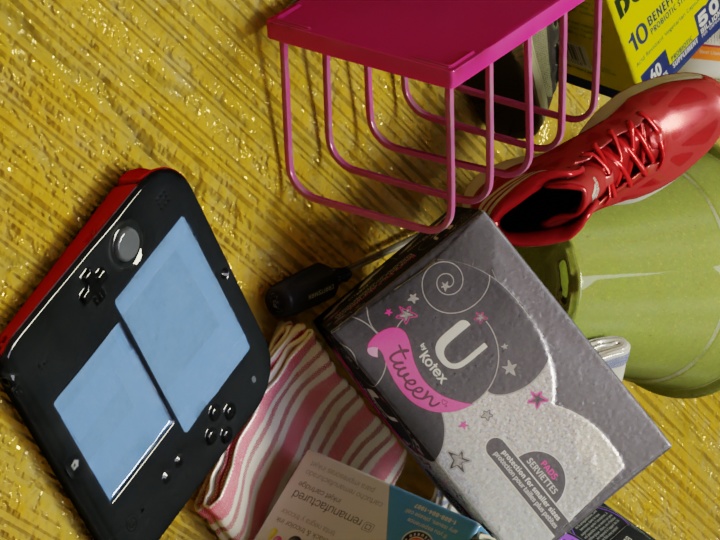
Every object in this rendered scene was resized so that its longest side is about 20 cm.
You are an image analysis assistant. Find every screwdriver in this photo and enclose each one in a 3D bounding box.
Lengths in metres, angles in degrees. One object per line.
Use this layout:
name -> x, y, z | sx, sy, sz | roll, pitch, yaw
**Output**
screwdriver -> 0.000, 0.000, 1.704 | 0.200, 0.028, 0.029 | -17, 83, -54

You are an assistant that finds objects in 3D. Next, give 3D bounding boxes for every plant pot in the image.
plant pot -> 0.173, 0.002, 1.855 | 0.190, 0.200, 0.200 | -4, 101, -44

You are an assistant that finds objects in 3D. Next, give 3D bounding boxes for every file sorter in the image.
file sorter -> 0.054, -0.125, 1.648 | 0.200, 0.139, 0.126 | -36, 135, -46

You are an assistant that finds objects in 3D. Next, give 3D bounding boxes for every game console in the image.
game console -> -0.130, 0.056, 1.512 | 0.177, 0.031, 0.200 | -57, 140, -33

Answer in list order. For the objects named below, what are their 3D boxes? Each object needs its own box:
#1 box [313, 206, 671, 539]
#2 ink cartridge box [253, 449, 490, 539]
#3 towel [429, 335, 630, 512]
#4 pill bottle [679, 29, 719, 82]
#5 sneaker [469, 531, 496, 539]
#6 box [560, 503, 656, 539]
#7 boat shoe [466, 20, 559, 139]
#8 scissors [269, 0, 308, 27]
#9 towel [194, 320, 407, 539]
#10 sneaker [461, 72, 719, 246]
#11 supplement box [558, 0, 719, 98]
box -> 0.082, 0.074, 1.648 | 0.132, 0.115, 0.200 | -39, 95, -5
ink cartridge box -> -0.001, 0.251, 1.621 | 0.200, 0.147, 0.146 | -59, 143, -15
towel -> 0.112, 0.134, 1.802 | 0.147, 0.024, 0.200 | -15, 137, -27
pill bottle -> 0.288, -0.251, 2.017 | 0.110, 0.109, 0.200 | 1, 97, -57
sneaker -> 0.100, 0.240, 1.549 | 0.078, 0.086, 0.200 | -45, 137, -29
box -> 0.152, 0.289, 1.868 | 0.122, 0.106, 0.200 | -31, 149, -49
boat shoe -> 0.101, -0.189, 1.787 | 0.065, 0.073, 0.200 | -56, 148, -44
scissors -> -0.003, -0.208, 1.667 | 0.200, 0.014, 0.073 | -22, 119, -52
towel -> -0.032, 0.141, 1.685 | 0.200, 0.030, 0.146 | 53, 55, -49
sneaker -> 0.170, -0.063, 1.698 | 0.200, 0.116, 0.078 | -31, 104, -1
supplement box -> 0.172, -0.233, 1.823 | 0.109, 0.109, 0.200 | -47, 136, -22
